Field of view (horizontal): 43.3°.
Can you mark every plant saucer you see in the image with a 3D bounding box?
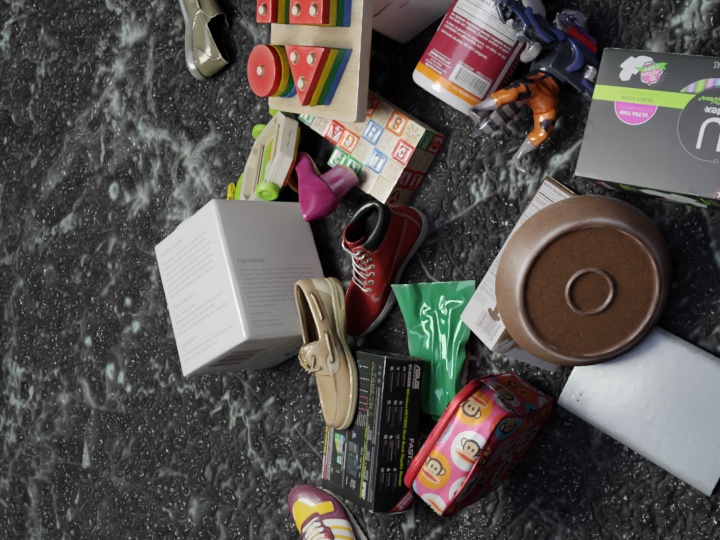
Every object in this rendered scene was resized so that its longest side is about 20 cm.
[{"bbox_3d":[0.249,0.019,0.996,0.199,0.035,0.201,-1,107,-2],"label":"plant saucer"}]

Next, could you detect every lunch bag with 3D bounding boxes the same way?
[{"bbox_3d":[0.138,0.211,1.067,0.082,0.200,0.177,35,105,25],"label":"lunch bag"}]

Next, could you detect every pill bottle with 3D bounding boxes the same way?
[{"bbox_3d":[0.160,-0.302,1.143,0.113,0.113,0.201,39,107,29],"label":"pill bottle"}]

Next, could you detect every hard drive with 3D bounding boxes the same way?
[{"bbox_3d":[0.343,0.142,1.036,0.200,0.033,0.140,31,103,31],"label":"hard drive"}]

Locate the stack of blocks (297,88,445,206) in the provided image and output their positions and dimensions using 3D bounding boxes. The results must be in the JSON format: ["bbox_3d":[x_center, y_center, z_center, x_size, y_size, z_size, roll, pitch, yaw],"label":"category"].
[{"bbox_3d":[0.006,-0.187,1.268,0.200,0.058,0.115,38,107,29],"label":"stack of blocks"}]

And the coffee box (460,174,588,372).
[{"bbox_3d":[0.224,0.006,1.067,0.201,0.114,0.080,-60,35,14],"label":"coffee box"}]

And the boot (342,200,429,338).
[{"bbox_3d":[0.000,0.000,1.207,0.072,0.144,0.201,34,106,28],"label":"boot"}]

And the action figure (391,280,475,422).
[{"bbox_3d":[0.104,0.114,1.183,0.118,0.055,0.201,-3,92,32],"label":"action figure"}]

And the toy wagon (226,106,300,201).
[{"bbox_3d":[-0.147,-0.151,1.347,0.200,0.039,0.156,-39,39,54],"label":"toy wagon"}]

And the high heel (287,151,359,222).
[{"bbox_3d":[-0.086,-0.111,1.274,0.096,0.068,0.200,-41,33,-19],"label":"high heel"}]

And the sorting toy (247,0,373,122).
[{"bbox_3d":[-0.075,-0.302,1.183,0.200,0.069,0.200,19,111,48],"label":"sorting toy"}]

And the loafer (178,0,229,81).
[{"bbox_3d":[-0.241,-0.405,1.449,0.069,0.075,0.201,-9,86,21],"label":"loafer"}]

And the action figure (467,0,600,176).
[{"bbox_3d":[0.201,-0.245,1.095,0.194,0.200,0.105,-51,21,-3],"label":"action figure"}]

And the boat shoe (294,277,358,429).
[{"bbox_3d":[-0.051,0.110,1.188,0.071,0.064,0.201,-27,68,56],"label":"boat shoe"}]

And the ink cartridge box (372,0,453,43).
[{"bbox_3d":[0.041,-0.436,1.212,0.145,0.144,0.201,-31,70,28],"label":"ink cartridge box"}]

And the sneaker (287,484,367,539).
[{"bbox_3d":[-0.044,0.373,1.237,0.200,0.090,0.075,43,109,28],"label":"sneaker"}]

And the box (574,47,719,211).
[{"bbox_3d":[0.361,-0.150,0.993,0.199,0.124,0.149,14,93,32],"label":"box"}]

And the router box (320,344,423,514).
[{"bbox_3d":[0.012,0.204,1.196,0.150,0.062,0.201,3,87,61],"label":"router box"}]

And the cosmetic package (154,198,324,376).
[{"bbox_3d":[-0.163,0.024,1.279,0.167,0.166,0.201,-30,70,43],"label":"cosmetic package"}]
